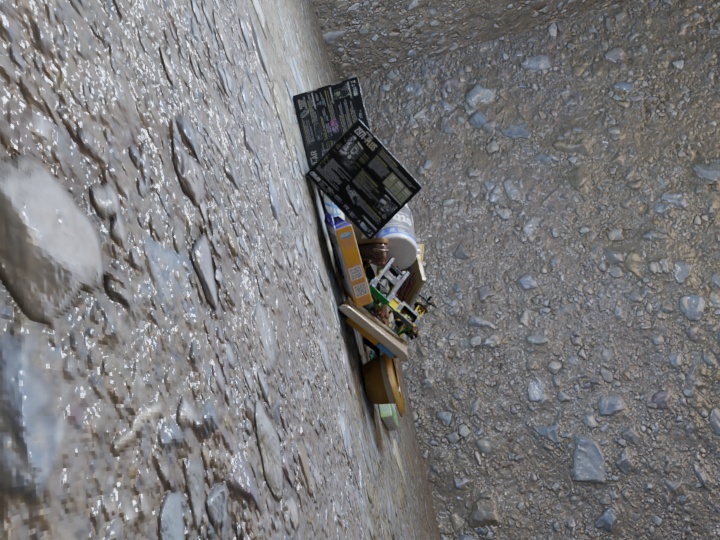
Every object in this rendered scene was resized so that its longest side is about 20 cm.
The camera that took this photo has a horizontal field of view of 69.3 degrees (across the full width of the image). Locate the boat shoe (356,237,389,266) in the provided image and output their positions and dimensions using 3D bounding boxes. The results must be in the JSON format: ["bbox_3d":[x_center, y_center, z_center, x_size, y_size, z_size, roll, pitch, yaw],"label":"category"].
[{"bbox_3d":[-0.003,-0.040,1.241,0.199,0.070,0.071,3,-87,61],"label":"boat shoe"}]

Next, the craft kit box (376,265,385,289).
[{"bbox_3d":[0.074,-0.048,1.550,0.201,0.048,0.199,90,8,-54],"label":"craft kit box"}]

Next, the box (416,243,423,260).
[{"bbox_3d":[0.127,0.005,1.516,0.200,0.041,0.121,143,-44,-68],"label":"box"}]

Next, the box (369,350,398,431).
[{"bbox_3d":[0.068,0.349,1.518,0.145,0.036,0.202,69,7,-56],"label":"box"}]

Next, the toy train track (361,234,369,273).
[{"bbox_3d":[0.000,0.000,1.345,0.033,0.113,0.203,44,53,-72],"label":"toy train track"}]

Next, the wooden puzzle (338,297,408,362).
[{"bbox_3d":[0.029,0.134,1.187,0.184,0.037,0.200,39,2,2],"label":"wooden puzzle"}]

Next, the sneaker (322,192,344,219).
[{"bbox_3d":[-0.064,-0.196,1.283,0.072,0.071,0.202,-96,173,-69],"label":"sneaker"}]

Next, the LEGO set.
[{"bbox_3d":[0.084,0.063,1.273,0.199,0.116,0.154,39,-31,2],"label":"LEGO set"}]

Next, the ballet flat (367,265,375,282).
[{"bbox_3d":[0.007,0.005,1.608,0.063,0.068,0.202,98,-15,-58],"label":"ballet flat"}]

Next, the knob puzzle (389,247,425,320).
[{"bbox_3d":[0.123,0.018,1.385,0.219,0.030,0.223,-170,-90,-73],"label":"knob puzzle"}]

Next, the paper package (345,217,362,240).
[{"bbox_3d":[-0.018,-0.141,1.480,0.200,0.102,0.193,-52,126,-83],"label":"paper package"}]

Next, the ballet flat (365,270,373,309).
[{"bbox_3d":[-0.007,0.043,1.431,0.064,0.067,0.201,44,17,-21],"label":"ballet flat"}]

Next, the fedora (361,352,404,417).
[{"bbox_3d":[0.052,0.267,1.263,0.201,0.081,0.203,-14,90,-86],"label":"fedora"}]

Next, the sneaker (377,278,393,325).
[{"bbox_3d":[0.048,0.095,1.519,0.201,0.083,0.076,83,23,-49],"label":"sneaker"}]

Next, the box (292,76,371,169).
[{"bbox_3d":[-0.056,-0.323,1.205,0.044,0.158,0.203,-2,77,-84],"label":"box"}]

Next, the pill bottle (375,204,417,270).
[{"bbox_3d":[0.081,-0.105,1.332,0.201,0.112,0.115,-93,168,-47],"label":"pill bottle"}]

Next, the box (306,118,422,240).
[{"bbox_3d":[0.008,-0.198,1.141,0.200,0.164,0.086,44,9,-8],"label":"box"}]

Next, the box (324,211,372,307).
[{"bbox_3d":[-0.031,-0.033,1.143,0.119,0.041,0.203,-137,-148,-69],"label":"box"}]

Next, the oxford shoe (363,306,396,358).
[{"bbox_3d":[0.035,0.164,1.456,0.201,0.072,0.072,57,-29,30],"label":"oxford shoe"}]
